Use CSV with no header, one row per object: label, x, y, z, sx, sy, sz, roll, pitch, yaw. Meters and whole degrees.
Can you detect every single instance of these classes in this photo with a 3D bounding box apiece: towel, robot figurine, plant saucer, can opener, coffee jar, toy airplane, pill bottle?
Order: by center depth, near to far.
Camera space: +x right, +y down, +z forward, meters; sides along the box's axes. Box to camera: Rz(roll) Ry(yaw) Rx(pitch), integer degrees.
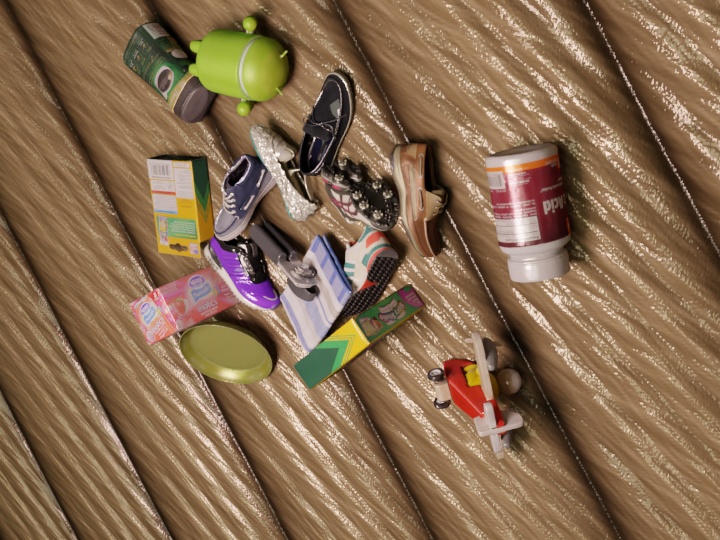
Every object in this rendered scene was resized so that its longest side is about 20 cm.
pill bottle,0.267,-0.090,1.404,0.113,0.114,0.202,-4,104,34
toy airplane,0.220,0.213,1.521,0.200,0.140,0.200,61,161,16
robot figurine,-0.217,-0.374,1.628,0.199,0.115,0.177,16,109,28
towel,-0.088,0.046,1.700,0.200,0.024,0.148,-55,52,41
can opener,-0.150,-0.019,1.707,0.200,0.052,0.067,49,128,35
coffee jar,-0.365,-0.383,1.742,0.200,0.085,0.104,46,121,14
plant saucer,-0.276,0.165,1.851,0.198,0.031,0.201,8,140,7

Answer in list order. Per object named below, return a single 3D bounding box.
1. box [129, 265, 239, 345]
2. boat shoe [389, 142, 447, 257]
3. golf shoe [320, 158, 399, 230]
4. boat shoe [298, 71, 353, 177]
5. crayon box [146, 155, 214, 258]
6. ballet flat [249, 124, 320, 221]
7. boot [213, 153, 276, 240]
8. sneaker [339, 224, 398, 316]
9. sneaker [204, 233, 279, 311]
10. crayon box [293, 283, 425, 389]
box,-0.350,0.064,1.812,0.102,0.200,0.095,-24,92,37
boat shoe,0.108,-0.121,1.524,0.073,0.076,0.202,-9,106,26
golf shoe,0.005,-0.118,1.581,0.200,0.077,0.089,46,151,41
boat shoe,-0.065,-0.256,1.601,0.074,0.062,0.201,31,119,23
crayon box,-0.370,-0.134,1.851,0.125,0.051,0.202,7,109,32
ballet flat,-0.133,-0.190,1.670,0.071,0.072,0.201,-19,103,36
boot,-0.242,-0.142,1.714,0.073,0.090,0.200,49,113,28
sneaker,0.000,0.000,1.653,0.200,0.070,0.094,-59,45,41
sneaker,-0.227,-0.010,1.786,0.200,0.069,0.100,45,122,12
crayon box,-0.001,0.116,1.597,0.172,0.200,0.058,-41,83,36
